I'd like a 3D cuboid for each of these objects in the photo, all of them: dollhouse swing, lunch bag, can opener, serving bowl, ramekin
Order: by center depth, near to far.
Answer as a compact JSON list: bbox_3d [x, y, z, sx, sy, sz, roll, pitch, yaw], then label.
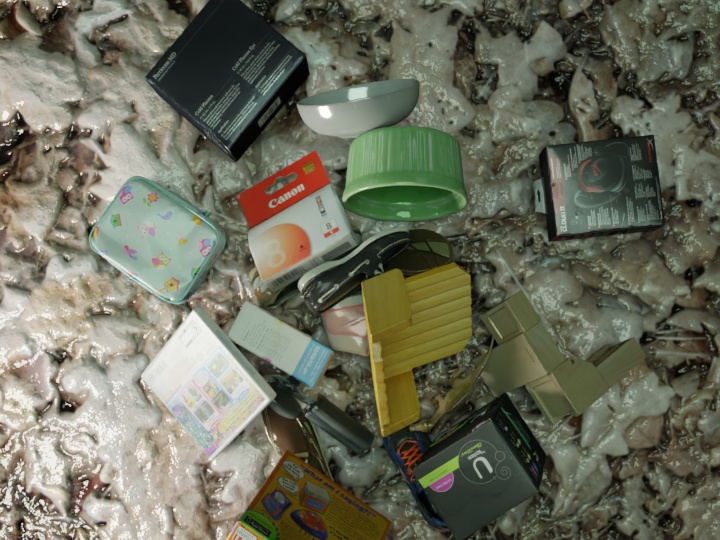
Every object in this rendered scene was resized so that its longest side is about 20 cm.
[{"bbox_3d":[0.099,0.114,1.440,0.173,0.183,0.202,-7,125,-2],"label":"dollhouse swing"},{"bbox_3d":[0.070,-0.151,1.491,0.196,0.200,0.099,0,77,1],"label":"ramekin"},{"bbox_3d":[-0.071,0.232,1.508,0.199,0.053,0.067,34,57,-10],"label":"can opener"},{"bbox_3d":[0.000,-0.252,1.508,0.197,0.200,0.067,-10,107,0],"label":"serving bowl"},{"bbox_3d":[-0.322,-0.050,1.544,0.199,0.077,0.162,34,85,3],"label":"lunch bag"}]

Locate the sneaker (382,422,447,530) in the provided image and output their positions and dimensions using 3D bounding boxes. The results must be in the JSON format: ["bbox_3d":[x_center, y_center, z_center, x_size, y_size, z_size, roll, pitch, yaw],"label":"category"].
[{"bbox_3d":[0.099,0.319,1.503,0.075,0.078,0.202,-31,85,-3],"label":"sneaker"}]

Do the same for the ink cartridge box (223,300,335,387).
[{"bbox_3d":[-0.141,0.107,1.507,0.198,0.115,0.068,29,85,3],"label":"ink cartridge box"}]

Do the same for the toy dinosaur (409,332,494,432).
[{"bbox_3d":[0.160,0.189,1.500,0.058,0.101,0.200,41,90,0],"label":"toy dinosaur"}]

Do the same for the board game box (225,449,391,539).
[{"bbox_3d":[-0.104,0.437,1.402,0.199,0.200,0.201,33,114,4],"label":"board game box"}]

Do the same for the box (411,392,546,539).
[{"bbox_3d":[0.184,0.290,1.428,0.148,0.200,0.125,-36,86,15],"label":"box"}]

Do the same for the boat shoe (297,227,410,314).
[{"bbox_3d":[0.000,0.000,1.478,0.198,0.074,0.061,-27,65,-15],"label":"boat shoe"}]

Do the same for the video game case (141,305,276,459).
[{"bbox_3d":[-0.242,0.180,1.489,0.182,0.024,0.200,48,127,5],"label":"video game case"}]

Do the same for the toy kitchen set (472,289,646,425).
[{"bbox_3d":[0.300,0.120,1.517,0.179,0.163,0.201,-31,85,-30],"label":"toy kitchen set"}]

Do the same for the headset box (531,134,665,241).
[{"bbox_3d":[0.379,-0.131,1.540,0.196,0.075,0.151,-6,85,0],"label":"headset box"}]

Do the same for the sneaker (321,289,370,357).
[{"bbox_3d":[0.035,0.080,1.532,0.197,0.075,0.106,-9,96,-5],"label":"sneaker"}]

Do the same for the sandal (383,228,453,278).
[{"bbox_3d":[0.057,-0.011,1.546,0.197,0.054,0.081,-17,61,15],"label":"sandal"}]

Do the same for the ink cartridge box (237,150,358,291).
[{"bbox_3d":[-0.109,-0.090,1.511,0.161,0.050,0.202,-28,63,7],"label":"ink cartridge box"}]

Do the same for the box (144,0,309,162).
[{"bbox_3d":[-0.213,-0.319,1.552,0.182,0.104,0.201,40,86,3],"label":"box"}]

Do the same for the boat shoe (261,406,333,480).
[{"bbox_3d":[-0.095,0.287,1.510,0.074,0.075,0.204,-32,85,-2],"label":"boat shoe"}]

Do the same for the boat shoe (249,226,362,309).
[{"bbox_3d":[-0.080,-0.001,1.532,0.198,0.075,0.069,-26,64,9],"label":"boat shoe"}]
